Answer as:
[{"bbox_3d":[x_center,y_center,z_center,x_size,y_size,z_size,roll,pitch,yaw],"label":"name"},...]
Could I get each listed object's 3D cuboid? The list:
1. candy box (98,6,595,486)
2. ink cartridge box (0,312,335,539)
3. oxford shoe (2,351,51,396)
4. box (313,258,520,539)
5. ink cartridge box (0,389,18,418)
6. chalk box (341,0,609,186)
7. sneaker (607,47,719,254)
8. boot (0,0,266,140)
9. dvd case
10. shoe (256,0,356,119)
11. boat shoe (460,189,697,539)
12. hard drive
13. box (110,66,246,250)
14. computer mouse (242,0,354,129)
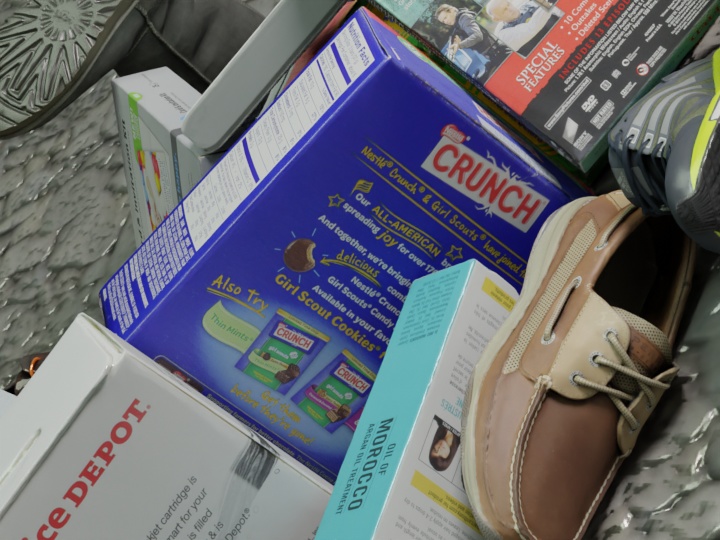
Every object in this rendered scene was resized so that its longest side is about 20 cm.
[{"bbox_3d":[0.000,0.000,1.218,0.200,0.169,0.077,-46,29,13],"label":"candy box"},{"bbox_3d":[-0.087,0.135,1.153,0.146,0.200,0.084,-53,24,-2],"label":"ink cartridge box"},{"bbox_3d":[-0.154,0.075,1.411,0.200,0.072,0.071,-32,41,45],"label":"oxford shoe"},{"bbox_3d":[0.036,0.101,1.131,0.049,0.082,0.200,-21,40,50],"label":"box"},{"bbox_3d":[-0.157,0.113,1.303,0.200,0.162,0.050,13,67,50],"label":"ink cartridge box"},{"bbox_3d":[0.110,-0.166,1.298,0.200,0.124,0.124,-55,25,-2],"label":"chalk box"},{"bbox_3d":[0.148,-0.045,1.083,0.081,0.074,0.200,-25,9,18],"label":"sneaker"},{"bbox_3d":[-0.137,-0.118,1.566,0.182,0.200,0.073,-44,63,-1],"label":"boot"},{"bbox_3d":[0.079,-0.161,1.205,0.200,0.022,0.146,39,88,20],"label":"dvd case"},{"bbox_3d":[-0.009,-0.088,1.460,0.091,0.071,0.200,-27,36,39],"label":"shoe"},{"bbox_3d":[0.101,0.041,1.110,0.072,0.076,0.200,-21,42,45],"label":"boat shoe"},{"bbox_3d":[-0.024,-0.147,1.369,0.132,0.026,0.200,-48,5,26],"label":"hard drive"},{"bbox_3d":[-0.090,-0.019,1.430,0.041,0.156,0.200,-13,21,-15],"label":"box"},{"bbox_3d":[-0.030,-0.120,1.545,0.034,0.059,0.200,-26,37,46],"label":"computer mouse"}]
